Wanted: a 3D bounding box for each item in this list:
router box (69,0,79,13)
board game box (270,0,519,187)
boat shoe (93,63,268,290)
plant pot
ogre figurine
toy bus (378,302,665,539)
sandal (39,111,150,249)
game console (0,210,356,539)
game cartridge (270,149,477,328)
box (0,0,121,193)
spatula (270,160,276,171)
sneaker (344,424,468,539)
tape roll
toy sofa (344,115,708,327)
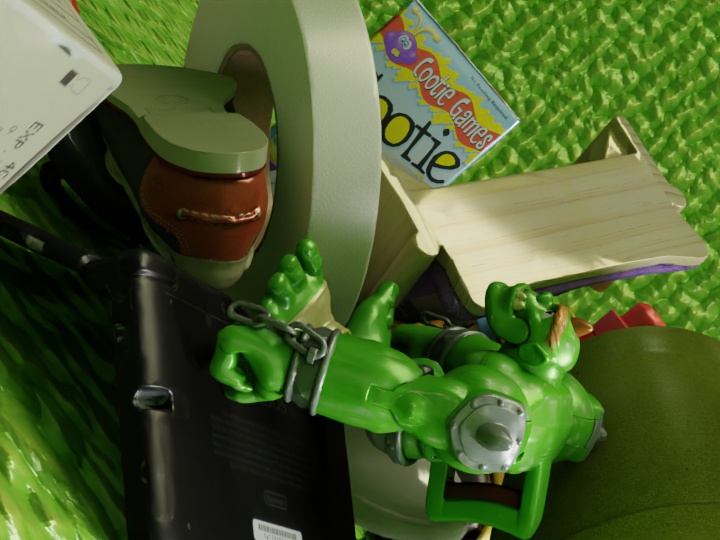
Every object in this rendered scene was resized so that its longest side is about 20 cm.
[{"bbox_3d":[-0.217,-0.186,0.927,0.179,0.049,0.201,39,27,-54],"label":"router box"},{"bbox_3d":[-0.005,-0.072,1.196,0.103,0.200,0.105,49,7,-4],"label":"board game box"},{"bbox_3d":[-0.084,-0.053,0.858,0.200,0.071,0.063,-130,-140,-64],"label":"boat shoe"},{"bbox_3d":[0.140,0.132,0.839,0.200,0.200,0.194,45,26,-29],"label":"plant pot"},{"bbox_3d":[0.031,0.048,0.751,0.119,0.099,0.200,21,-14,22],"label":"ogre figurine"},{"bbox_3d":[0.089,0.080,1.039,0.136,0.192,0.200,38,12,-49],"label":"toy bus"},{"bbox_3d":[-0.129,-0.038,0.947,0.076,0.043,0.200,58,1,9],"label":"sandal"},{"bbox_3d":[-0.092,0.055,0.763,0.200,0.115,0.178,32,49,-65],"label":"game console"},{"bbox_3d":[0.000,0.000,1.076,0.200,0.132,0.042,53,28,-51],"label":"game cartridge"},{"bbox_3d":[-0.198,-0.120,0.652,0.200,0.109,0.128,53,8,26],"label":"box"},{"bbox_3d":[-0.101,-0.069,1.108,0.199,0.021,0.057,30,-33,7],"label":"spatula"},{"bbox_3d":[-0.003,0.053,0.956,0.075,0.089,0.200,-1,40,-45],"label":"sneaker"},{"bbox_3d":[-0.045,-0.058,0.908,0.037,0.204,0.203,-1,33,-22],"label":"tape roll"},{"bbox_3d":[0.077,-0.009,0.945,0.199,0.083,0.098,-12,62,-41],"label":"toy sofa"}]
